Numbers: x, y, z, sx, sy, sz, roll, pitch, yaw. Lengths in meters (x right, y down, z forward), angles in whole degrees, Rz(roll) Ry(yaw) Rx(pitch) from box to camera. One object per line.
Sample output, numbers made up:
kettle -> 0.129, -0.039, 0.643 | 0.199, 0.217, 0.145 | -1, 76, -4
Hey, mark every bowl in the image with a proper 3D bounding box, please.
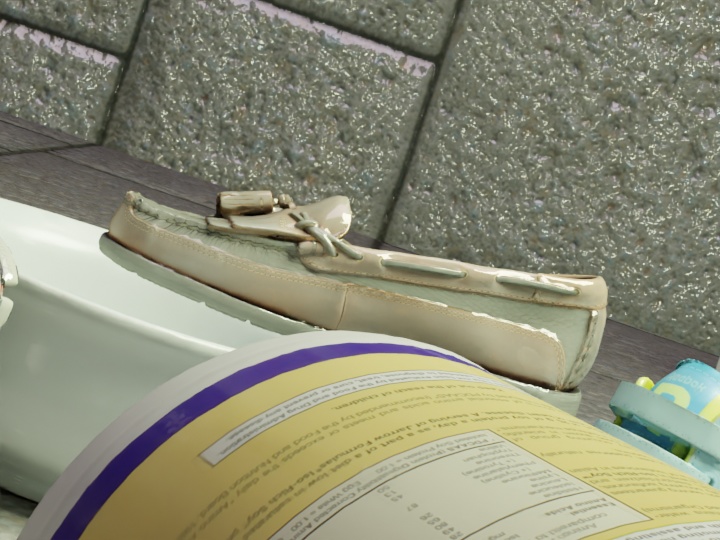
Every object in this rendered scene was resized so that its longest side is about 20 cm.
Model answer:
bowl -> -0.108, 0.040, 0.870 | 0.200, 0.091, 0.201 | 21, 6, -2

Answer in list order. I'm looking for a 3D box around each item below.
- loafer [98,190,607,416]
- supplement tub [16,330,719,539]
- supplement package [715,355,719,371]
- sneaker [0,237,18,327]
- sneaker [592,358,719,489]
loafer -> 0.000, 0.000, 0.859 | 0.199, 0.063, 0.072 | 20, 8, -6
supplement tub -> 0.031, 0.102, 0.381 | 0.145, 0.146, 0.200 | 16, 5, -33
supplement package -> 0.463, 0.069, 2.131 | 0.150, 0.201, 0.152 | 14, 6, -40
sneaker -> -0.213, -0.004, 0.768 | 0.199, 0.077, 0.085 | 13, -8, 27
sneaker -> 0.079, 0.089, 0.814 | 0.199, 0.131, 0.079 | 14, 8, -44
